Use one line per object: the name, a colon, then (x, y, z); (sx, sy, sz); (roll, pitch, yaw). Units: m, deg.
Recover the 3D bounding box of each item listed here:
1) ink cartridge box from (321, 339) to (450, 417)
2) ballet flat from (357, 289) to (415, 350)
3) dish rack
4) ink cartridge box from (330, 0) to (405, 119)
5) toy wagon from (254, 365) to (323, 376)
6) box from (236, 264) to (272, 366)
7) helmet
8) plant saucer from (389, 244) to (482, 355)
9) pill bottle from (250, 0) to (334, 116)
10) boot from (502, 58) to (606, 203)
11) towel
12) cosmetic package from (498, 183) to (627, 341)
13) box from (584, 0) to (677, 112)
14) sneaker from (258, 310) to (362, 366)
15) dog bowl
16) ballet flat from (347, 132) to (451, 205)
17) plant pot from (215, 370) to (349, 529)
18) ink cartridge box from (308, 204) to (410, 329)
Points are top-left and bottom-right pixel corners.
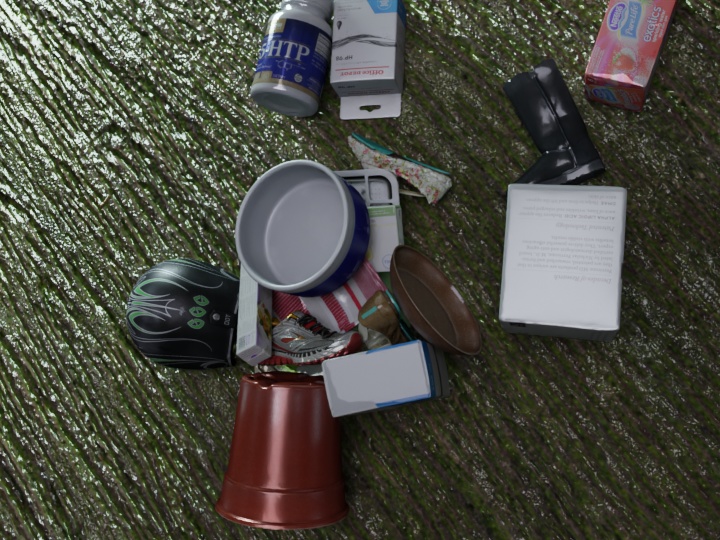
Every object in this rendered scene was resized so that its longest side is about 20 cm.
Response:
ink cartridge box: (0.045, 0.161, 1.174); (0.146, 0.200, 0.086); (-14, 77, 13)
ballet flat: (0.034, 0.088, 1.189); (0.072, 0.200, 0.068); (-33, 69, 0)
dish rack: (-0.028, -0.079, 1.305); (0.199, 0.044, 0.172); (-1, 99, 15)
ink cartridge box: (0.013, -0.367, 1.356); (0.115, 0.067, 0.201); (-1, 79, 14)
toy wagon: (-0.116, 0.173, 1.301); (0.155, 0.040, 0.200); (40, 92, 19)
box: (-0.163, 0.054, 1.228); (0.041, 0.039, 0.200); (-27, 43, 21)
helmet: (-0.288, 0.071, 1.298); (0.190, 0.200, 0.201); (11, 82, 0)
plant saucer: (0.105, 0.051, 1.188); (0.037, 0.200, 0.201); (-39, 71, 23)
pill bottle: (-0.110, -0.379, 1.365); (0.119, 0.120, 0.201); (10, 82, 17)
boot: (0.274, -0.217, 1.256); (0.164, 0.066, 0.201); (-21, 78, 1)
towel: (-0.064, 0.043, 1.247); (0.200, 0.023, 0.144); (-39, 80, 18)
cosmetic package: (0.295, -0.007, 1.158); (0.164, 0.165, 0.201); (3, 81, 15)
box: (0.423, -0.364, 1.226); (0.094, 0.103, 0.201); (19, 85, 18)
sneaker: (-0.086, 0.101, 1.195); (0.199, 0.078, 0.083); (-5, 87, 36)
dog bowl: (-0.088, -0.062, 1.203); (0.199, 0.079, 0.201); (-6, 76, 26)
ballet flat: (0.055, -0.165, 1.306); (0.200, 0.076, 0.064); (27, 103, 22)
plant pot: (-0.111, 0.257, 1.182); (0.200, 0.201, 0.196); (3, 90, 16)
ink cartridge box: (0.000, 0.000, 1.265); (0.145, 0.048, 0.201); (-3, 96, 16)
